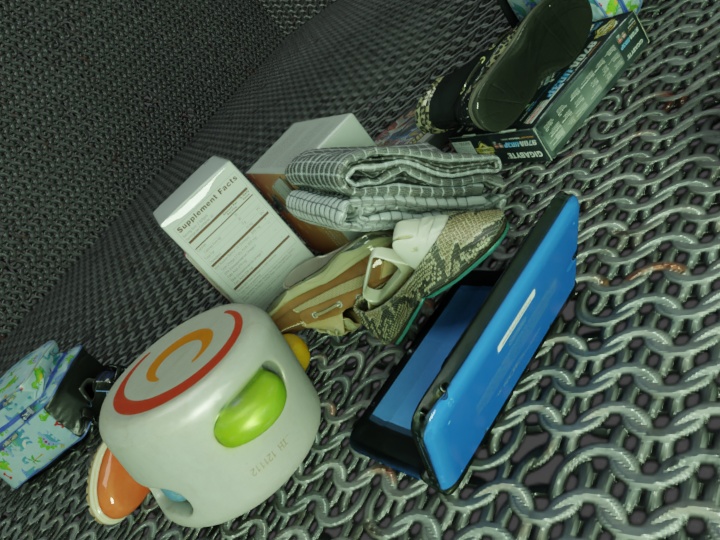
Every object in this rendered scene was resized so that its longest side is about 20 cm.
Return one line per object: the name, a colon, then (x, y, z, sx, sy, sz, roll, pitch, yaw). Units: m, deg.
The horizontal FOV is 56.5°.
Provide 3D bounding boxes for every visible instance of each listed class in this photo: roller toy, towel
roller toy: (-0.135, 0.135, 0.635, 0.181, 0.141, 0.201, -27, 24, 7)
towel: (0.034, -0.093, 0.707, 0.197, 0.087, 0.165, -7, 10, -25)

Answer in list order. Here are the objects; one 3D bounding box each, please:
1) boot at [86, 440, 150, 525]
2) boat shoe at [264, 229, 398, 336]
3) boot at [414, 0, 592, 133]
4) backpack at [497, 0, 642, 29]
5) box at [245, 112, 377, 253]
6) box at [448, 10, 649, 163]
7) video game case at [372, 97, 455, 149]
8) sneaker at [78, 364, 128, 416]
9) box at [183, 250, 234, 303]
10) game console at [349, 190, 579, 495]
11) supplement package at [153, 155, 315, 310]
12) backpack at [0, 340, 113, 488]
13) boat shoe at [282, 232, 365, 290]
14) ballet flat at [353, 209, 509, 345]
boot: (-0.231, 0.195, 0.771, 0.106, 0.075, 0.201, -17, 32, 34)
boat shoe: (-0.029, 0.034, 0.709, 0.199, 0.074, 0.075, -36, -7, 32)
boot: (0.158, -0.236, 0.775, 0.204, 0.074, 0.153, -49, 23, -13)
backpack: (0.270, -0.359, 0.846, 0.198, 0.163, 0.155, -2, 53, 46)
box: (-0.041, -0.106, 0.877, 0.107, 0.153, 0.199, -47, 24, -13)
box: (0.216, -0.211, 0.790, 0.200, 0.046, 0.158, -49, 25, -15)
video game case: (0.091, -0.214, 1.013, 0.199, 0.026, 0.181, -41, 24, 3)
sneaker: (-0.327, 0.168, 0.949, 0.198, 0.078, 0.071, -25, 28, 35)
box: (-0.199, -0.039, 1.038, 0.109, 0.128, 0.200, -44, 23, -4)
game console: (0.068, 0.046, 0.503, 0.117, 0.172, 0.201, 24, 64, 29)
supplement package: (-0.156, -0.035, 0.874, 0.117, 0.200, 0.117, -44, 23, -7)
backpack: (-0.513, 0.222, 1.061, 0.199, 0.147, 0.183, -40, 21, 10)
boat shoe: (0.000, 0.000, 0.774, 0.198, 0.057, 0.067, -20, 33, 30)
ballet flat: (0.045, 0.000, 0.583, 0.200, 0.075, 0.068, -51, 6, 50)
